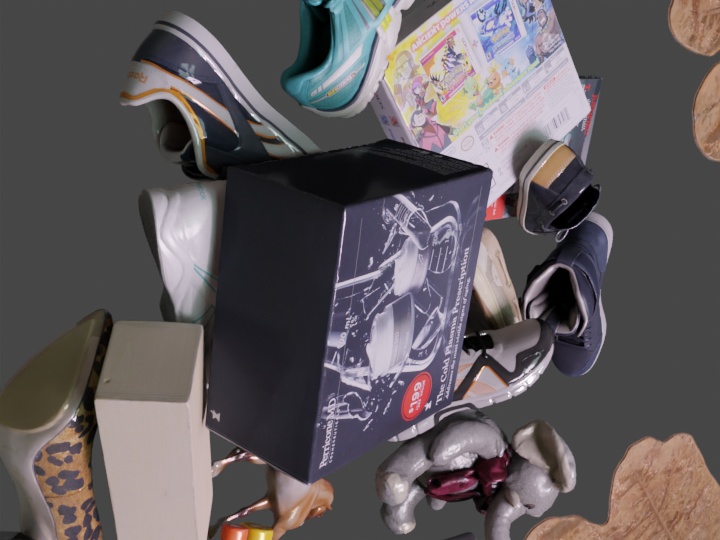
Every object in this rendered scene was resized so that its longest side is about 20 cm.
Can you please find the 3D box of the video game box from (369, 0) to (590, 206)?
[{"bbox_3d":[0.105,-0.164,0.900,0.200,0.047,0.183,-42,125,-21],"label":"video game box"}]

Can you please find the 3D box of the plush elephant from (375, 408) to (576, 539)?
[{"bbox_3d":[0.127,0.210,1.012,0.200,0.155,0.165,-47,158,-25],"label":"plush elephant"}]

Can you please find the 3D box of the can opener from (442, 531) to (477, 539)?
[{"bbox_3d":[0.057,0.344,1.119,0.200,0.053,0.067,-2,142,-45],"label":"can opener"}]

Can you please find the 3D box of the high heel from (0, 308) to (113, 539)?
[{"bbox_3d":[-0.207,0.132,0.743,0.201,0.071,0.143,-63,150,-7],"label":"high heel"}]

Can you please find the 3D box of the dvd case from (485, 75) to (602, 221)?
[{"bbox_3d":[0.170,-0.126,1.025,0.199,0.022,0.147,-10,115,-41],"label":"dvd case"}]

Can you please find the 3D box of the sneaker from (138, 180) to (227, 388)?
[{"bbox_3d":[-0.108,0.016,0.737,0.080,0.071,0.201,-17,140,-18],"label":"sneaker"}]

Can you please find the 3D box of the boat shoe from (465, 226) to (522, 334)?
[{"bbox_3d":[0.141,0.043,1.039,0.065,0.072,0.200,-44,129,-22],"label":"boat shoe"}]

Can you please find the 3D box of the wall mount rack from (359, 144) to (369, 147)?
[{"bbox_3d":[0.000,0.000,0.872,0.200,0.074,0.174,-57,139,-7],"label":"wall mount rack"}]

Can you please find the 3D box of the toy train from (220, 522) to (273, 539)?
[{"bbox_3d":[-0.091,0.309,0.855,0.150,0.055,0.201,-57,147,-42],"label":"toy train"}]

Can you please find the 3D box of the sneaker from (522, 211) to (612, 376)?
[{"bbox_3d":[0.218,0.056,1.077,0.146,0.077,0.203,-51,144,-52],"label":"sneaker"}]

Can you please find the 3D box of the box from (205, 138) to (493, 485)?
[{"bbox_3d":[-0.007,0.021,0.727,0.182,0.104,0.201,-19,123,-49],"label":"box"}]

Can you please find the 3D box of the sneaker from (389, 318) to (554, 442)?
[{"bbox_3d":[0.091,0.092,0.962,0.199,0.074,0.080,-26,116,1],"label":"sneaker"}]

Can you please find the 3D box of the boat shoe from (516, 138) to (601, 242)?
[{"bbox_3d":[0.196,-0.067,0.980,0.075,0.062,0.200,-49,163,-3],"label":"boat shoe"}]

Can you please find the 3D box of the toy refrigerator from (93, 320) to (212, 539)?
[{"bbox_3d":[-0.150,0.134,0.735,0.070,0.076,0.201,3,132,-2],"label":"toy refrigerator"}]

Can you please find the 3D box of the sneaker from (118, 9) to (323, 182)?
[{"bbox_3d":[-0.095,-0.091,0.734,0.200,0.078,0.080,44,72,-35],"label":"sneaker"}]

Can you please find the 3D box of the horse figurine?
[{"bbox_3d":[-0.081,0.184,0.894,0.132,0.050,0.201,-27,129,-26],"label":"horse figurine"}]

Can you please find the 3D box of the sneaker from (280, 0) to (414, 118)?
[{"bbox_3d":[-0.004,-0.217,0.772,0.079,0.077,0.201,12,100,-38],"label":"sneaker"}]
